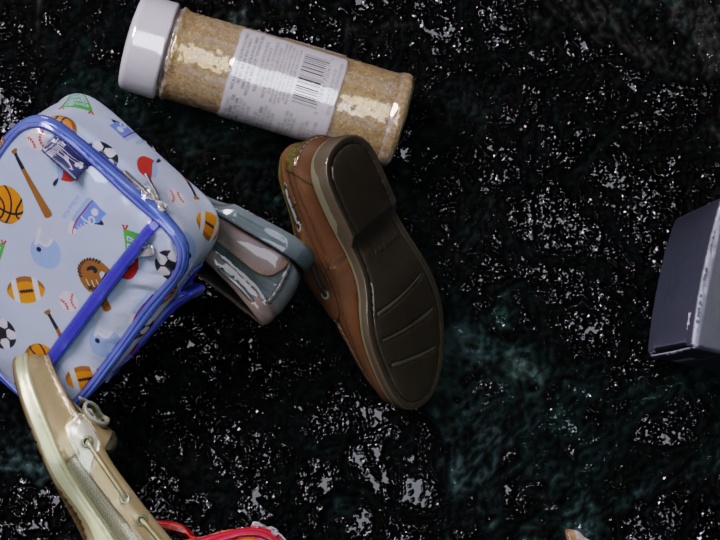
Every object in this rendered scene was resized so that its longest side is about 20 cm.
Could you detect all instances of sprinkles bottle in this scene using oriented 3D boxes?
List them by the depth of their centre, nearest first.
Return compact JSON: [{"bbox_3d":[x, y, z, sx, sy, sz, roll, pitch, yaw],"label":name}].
[{"bbox_3d":[-0.065,-0.131,1.428,0.199,0.068,0.069,17,85,-3],"label":"sprinkles bottle"}]

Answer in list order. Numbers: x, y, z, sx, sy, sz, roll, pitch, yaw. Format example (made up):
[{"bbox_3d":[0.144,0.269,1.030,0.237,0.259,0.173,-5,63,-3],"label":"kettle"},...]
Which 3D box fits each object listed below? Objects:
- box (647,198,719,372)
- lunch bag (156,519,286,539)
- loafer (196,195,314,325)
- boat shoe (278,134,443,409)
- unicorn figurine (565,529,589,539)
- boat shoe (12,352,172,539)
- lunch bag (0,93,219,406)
[{"bbox_3d":[0.312,0.027,1.405,0.198,0.148,0.105,13,85,-4],"label":"box"},{"bbox_3d":[-0.130,0.252,1.394,0.198,0.082,0.177,-15,83,-6],"label":"lunch bag"},{"bbox_3d":[-0.130,-0.029,1.397,0.199,0.072,0.063,25,79,15],"label":"loafer"},{"bbox_3d":[0.000,0.000,1.426,0.072,0.068,0.201,-28,108,-39],"label":"boat shoe"},{"bbox_3d":[0.147,0.256,1.421,0.199,0.074,0.138,-19,97,9],"label":"unicorn figurine"},{"bbox_3d":[-0.164,0.138,1.340,0.063,0.073,0.202,-27,82,-9],"label":"boat shoe"},{"bbox_3d":[-0.191,-0.008,1.363,0.160,0.076,0.200,43,121,2],"label":"lunch bag"}]
